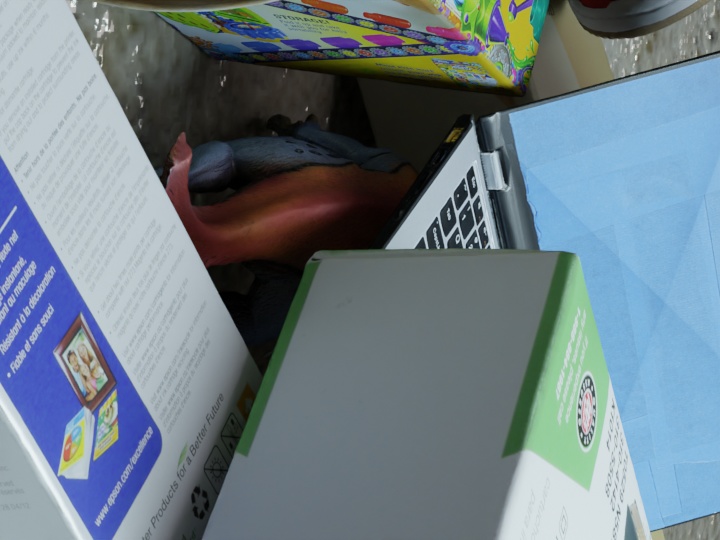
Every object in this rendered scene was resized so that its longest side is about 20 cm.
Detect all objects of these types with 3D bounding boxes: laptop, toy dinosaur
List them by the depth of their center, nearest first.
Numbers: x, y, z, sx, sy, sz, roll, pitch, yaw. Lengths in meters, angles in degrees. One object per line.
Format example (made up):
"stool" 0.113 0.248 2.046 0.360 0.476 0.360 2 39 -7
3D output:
"laptop" 0.089 0.045 0.835 0.200 0.116 0.188 -54 140 -45
"toy dinosaur" 0.000 0.000 0.844 0.181 0.200 0.105 -6 94 -19

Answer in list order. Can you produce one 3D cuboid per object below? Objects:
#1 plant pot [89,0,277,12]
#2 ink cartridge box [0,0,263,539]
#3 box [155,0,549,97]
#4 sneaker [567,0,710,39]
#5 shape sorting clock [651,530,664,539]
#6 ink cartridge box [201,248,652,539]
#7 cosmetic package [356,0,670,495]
"plant pot" -0.037 -0.159 0.679 0.027 0.200 0.200 51 51 -74
"ink cartridge box" -0.084 -0.006 0.621 0.200 0.037 0.095 66 32 -32
"box" -0.010 -0.184 0.804 0.193 0.122 0.200 36 66 -62
"sneaker" 0.086 -0.167 0.990 0.113 0.071 0.200 60 6 -24
"shape sorting clock" 0.074 0.107 1.085 0.200 0.039 0.200 41 36 -40
"ink cartridge box" 0.029 0.115 0.708 0.146 0.084 0.200 -71 151 -43
"cosmetic package" 0.072 -0.005 0.994 0.105 0.071 0.200 -2 73 -65
